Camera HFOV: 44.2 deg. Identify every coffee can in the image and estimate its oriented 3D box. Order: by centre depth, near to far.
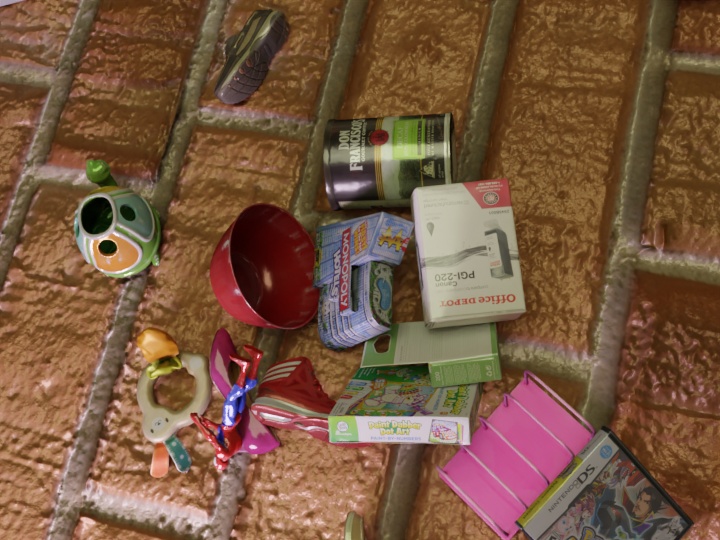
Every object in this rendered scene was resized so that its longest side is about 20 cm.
[{"bbox_3d":[0.051,-0.173,1.419,0.197,0.146,0.148,-2,72,10],"label":"coffee can"}]

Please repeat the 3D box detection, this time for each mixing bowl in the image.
[{"bbox_3d":[-0.163,0.007,1.400,0.108,0.199,0.203,-22,66,39],"label":"mixing bowl"}]

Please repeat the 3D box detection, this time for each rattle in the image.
[{"bbox_3d":[-0.305,0.210,1.377,0.129,0.143,0.202,15,69,-4],"label":"rattle"}]

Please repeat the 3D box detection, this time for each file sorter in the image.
[{"bbox_3d":[0.221,0.260,1.262,0.139,0.126,0.200,42,84,20],"label":"file sorter"}]

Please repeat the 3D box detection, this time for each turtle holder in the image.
[{"bbox_3d":[-0.409,-0.088,1.489,0.139,0.132,0.188,7,75,14],"label":"turtle holder"}]

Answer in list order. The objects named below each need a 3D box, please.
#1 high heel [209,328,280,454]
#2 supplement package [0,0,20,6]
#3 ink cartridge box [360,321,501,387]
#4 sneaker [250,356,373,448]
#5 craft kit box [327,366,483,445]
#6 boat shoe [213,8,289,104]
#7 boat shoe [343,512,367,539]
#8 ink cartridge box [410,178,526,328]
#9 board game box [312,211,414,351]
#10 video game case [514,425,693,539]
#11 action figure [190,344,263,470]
[{"bbox_3d":[-0.178,0.186,1.393,0.095,0.067,0.203,-11,86,18],"label":"high heel"},{"bbox_3d":[-0.735,-0.642,1.693,0.145,0.191,0.202,-11,72,8],"label":"supplement package"},{"bbox_3d":[0.107,0.120,1.321,0.197,0.146,0.048,-8,110,9],"label":"ink cartridge box"},{"bbox_3d":[-0.060,0.193,1.364,0.198,0.079,0.116,18,54,-6],"label":"sneaker"},{"bbox_3d":[0.071,0.190,1.274,0.195,0.200,0.049,1,104,12],"label":"craft kit box"},{"bbox_3d":[-0.204,-0.382,1.580,0.073,0.075,0.201,24,70,27],"label":"boat shoe"},{"bbox_3d":[0.012,0.450,1.275,0.062,0.073,0.203,-7,74,1],"label":"boat shoe"},{"bbox_3d":[0.156,-0.023,1.307,0.144,0.085,0.203,-6,83,-2],"label":"ink cartridge box"},{"bbox_3d":[0.000,0.000,1.346,0.061,0.199,0.202,15,64,-29],"label":"board game box"},{"bbox_3d":[0.335,0.345,1.211,0.181,0.025,0.200,-45,104,-5],"label":"video game case"},{"bbox_3d":[-0.212,0.202,1.327,0.098,0.065,0.202,20,110,20],"label":"action figure"}]
